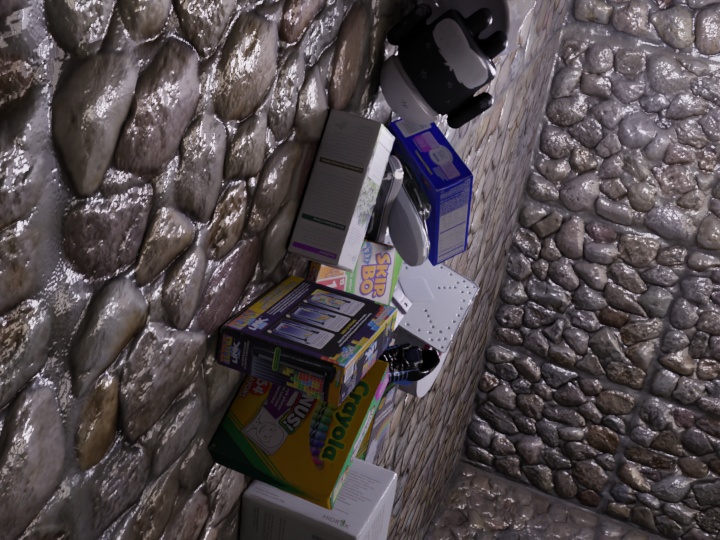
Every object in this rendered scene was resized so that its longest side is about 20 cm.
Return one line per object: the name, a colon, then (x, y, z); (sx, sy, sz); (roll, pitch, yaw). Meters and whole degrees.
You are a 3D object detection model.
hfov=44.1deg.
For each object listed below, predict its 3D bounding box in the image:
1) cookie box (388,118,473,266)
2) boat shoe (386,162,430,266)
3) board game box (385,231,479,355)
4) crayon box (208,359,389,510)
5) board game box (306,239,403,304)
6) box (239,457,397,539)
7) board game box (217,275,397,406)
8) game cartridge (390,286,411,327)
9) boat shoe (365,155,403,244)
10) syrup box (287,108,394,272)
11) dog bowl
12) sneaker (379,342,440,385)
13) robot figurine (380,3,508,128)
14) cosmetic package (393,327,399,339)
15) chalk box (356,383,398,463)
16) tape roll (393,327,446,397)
cookie box: (0.116, -0.138, 1.505); (0.075, 0.172, 0.201); (-22, 147, -13)
boat shoe: (0.078, -0.099, 1.395); (0.072, 0.070, 0.202); (-56, -135, 52)
board game box: (0.094, 0.040, 1.580); (0.200, 0.199, 0.026); (-54, 174, -47)
crayon box: (-0.076, 0.188, 1.178); (0.059, 0.171, 0.201); (83, 28, -56)
board game box: (0.000, 0.000, 1.364); (0.199, 0.030, 0.097); (9, 100, -51)
box: (-0.069, 0.405, 1.391); (0.171, 0.198, 0.201); (-44, 147, -56)
board game box: (-0.062, 0.082, 1.128); (0.200, 0.164, 0.057); (-40, 142, -62)
game cartridge: (0.005, 0.057, 1.427); (0.038, 0.130, 0.200); (-32, -170, 34)
boat shoe: (0.006, -0.088, 1.378); (0.067, 0.072, 0.201); (-14, 142, -33)
syrup box: (-0.025, -0.106, 1.211); (0.079, 0.081, 0.202); (22, 86, -73)
dog bowl: (0.171, -0.414, 1.372); (0.059, 0.199, 0.201); (-41, 149, -33)
sneaker: (0.048, 0.149, 1.445); (0.078, 0.071, 0.199); (-35, 155, 34)
robot figurine: (0.123, -0.306, 1.326); (0.199, 0.151, 0.125); (-34, 152, 19)
cosmetic package: (0.088, 0.034, 1.754); (0.107, 0.089, 0.201); (-53, 158, -48)
chalk box: (-0.014, 0.225, 1.535); (0.124, 0.123, 0.202); (-26, 131, -67)
tape roll: (0.123, 0.143, 1.731); (0.201, 0.066, 0.201); (-57, 159, -36)
